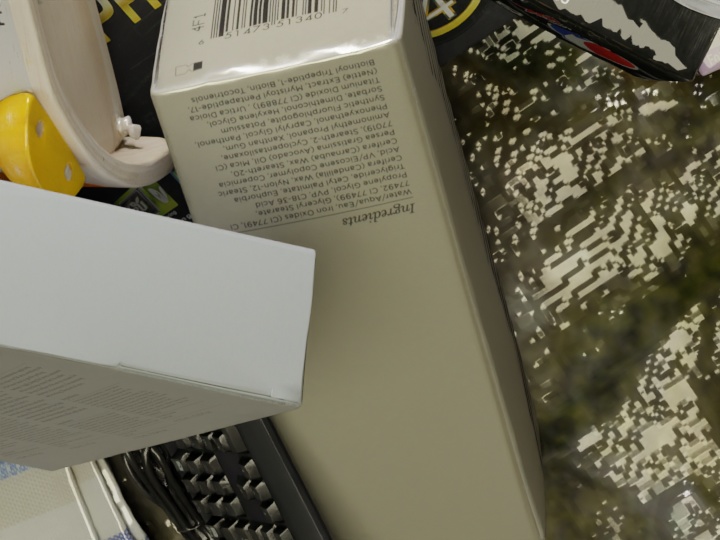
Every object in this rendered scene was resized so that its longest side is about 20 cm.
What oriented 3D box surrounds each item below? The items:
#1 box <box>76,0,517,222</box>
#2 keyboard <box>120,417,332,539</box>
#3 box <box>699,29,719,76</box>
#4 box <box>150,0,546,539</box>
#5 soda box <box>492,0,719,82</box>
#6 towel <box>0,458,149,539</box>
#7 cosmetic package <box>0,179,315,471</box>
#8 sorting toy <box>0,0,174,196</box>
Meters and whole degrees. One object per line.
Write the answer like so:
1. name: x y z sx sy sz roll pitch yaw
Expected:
1. box: -0.061 -0.101 0.919 0.199 0.049 0.161 -32 121 14
2. keyboard: -0.031 0.110 0.971 0.021 0.127 0.201 -32 107 -22
3. box: 0.192 -0.120 0.911 0.199 0.039 0.042 -22 99 13
4. box: 0.000 0.000 0.919 0.082 0.069 0.201 -10 125 8
5. soda box: 0.111 -0.159 0.870 0.063 0.071 0.201 26 92 -6
6. towel: -0.169 0.042 1.013 0.146 0.024 0.201 -21 99 15
7. cosmetic package: -0.123 0.016 0.866 0.150 0.200 0.052 10 77 -26
8. sorting toy: -0.168 -0.091 0.838 0.179 0.107 0.201 -4 120 15
